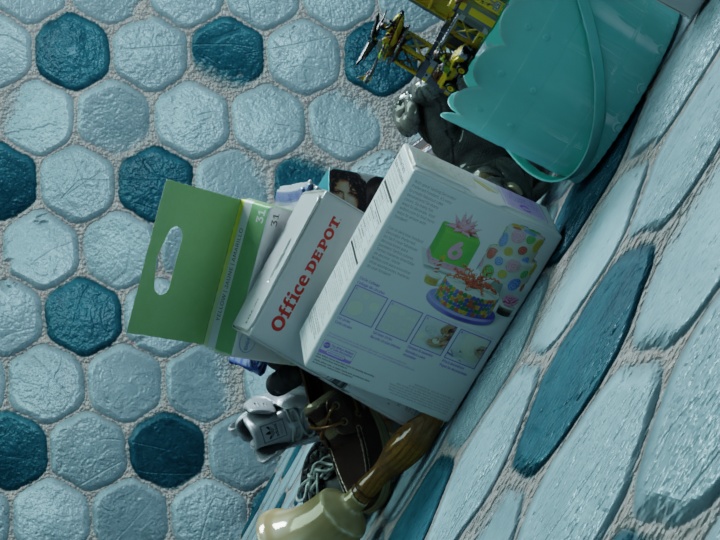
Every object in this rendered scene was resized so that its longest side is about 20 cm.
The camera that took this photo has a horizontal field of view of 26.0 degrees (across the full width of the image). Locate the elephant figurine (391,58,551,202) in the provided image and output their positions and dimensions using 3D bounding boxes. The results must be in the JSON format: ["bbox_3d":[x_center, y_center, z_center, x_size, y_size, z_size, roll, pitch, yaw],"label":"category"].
[{"bbox_3d":[0.118,-0.093,1.490,0.154,0.202,0.141,-18,-5,-41],"label":"elephant figurine"}]

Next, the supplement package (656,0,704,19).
[{"bbox_3d":[0.260,-0.317,1.176,0.122,0.119,0.200,-65,4,-38],"label":"supplement package"}]

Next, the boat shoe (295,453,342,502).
[{"bbox_3d":[-0.026,0.227,1.627,0.074,0.068,0.199,-61,2,6],"label":"boat shoe"}]

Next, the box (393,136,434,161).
[{"bbox_3d":[0.125,-0.136,1.674,0.199,0.050,0.199,-34,17,13],"label":"box"}]

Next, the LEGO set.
[{"bbox_3d":[0.066,-0.247,1.274,0.201,0.115,0.154,-63,4,-33],"label":"LEGO set"}]

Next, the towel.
[{"bbox_3d":[-0.092,0.005,1.603,0.147,0.024,0.202,-174,102,-75],"label":"towel"}]

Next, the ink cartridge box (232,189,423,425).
[{"bbox_3d":[0.006,0.038,1.418,0.147,0.199,0.086,-61,14,-5],"label":"ink cartridge box"}]

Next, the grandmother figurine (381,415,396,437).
[{"bbox_3d":[0.037,0.062,1.597,0.060,0.121,0.202,9,71,40],"label":"grandmother figurine"}]

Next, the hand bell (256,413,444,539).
[{"bbox_3d":[0.007,0.195,1.407,0.200,0.104,0.104,-47,7,20],"label":"hand bell"}]

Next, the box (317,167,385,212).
[{"bbox_3d":[0.000,0.000,1.536,0.049,0.081,0.202,125,149,-54],"label":"box"}]

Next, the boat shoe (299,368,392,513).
[{"bbox_3d":[-0.026,0.139,1.510,0.072,0.072,0.202,-35,59,42],"label":"boat shoe"}]

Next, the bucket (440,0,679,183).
[{"bbox_3d":[0.171,-0.182,1.334,0.208,0.134,0.207,-61,1,3],"label":"bucket"}]

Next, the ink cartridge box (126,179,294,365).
[{"bbox_3d":[-0.115,0.005,1.441,0.199,0.048,0.147,13,-88,-55],"label":"ink cartridge box"}]

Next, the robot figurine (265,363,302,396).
[{"bbox_3d":[-0.053,0.048,1.680,0.200,0.124,0.152,154,103,-68],"label":"robot figurine"}]

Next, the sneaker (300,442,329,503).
[{"bbox_3d":[0.001,0.191,1.788,0.083,0.071,0.202,29,-96,-58],"label":"sneaker"}]

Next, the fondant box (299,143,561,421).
[{"bbox_3d":[0.056,0.014,1.316,0.201,0.143,0.058,-60,20,23],"label":"fondant box"}]

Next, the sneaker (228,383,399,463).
[{"bbox_3d":[-0.053,0.166,1.686,0.114,0.076,0.199,-23,18,-37],"label":"sneaker"}]
